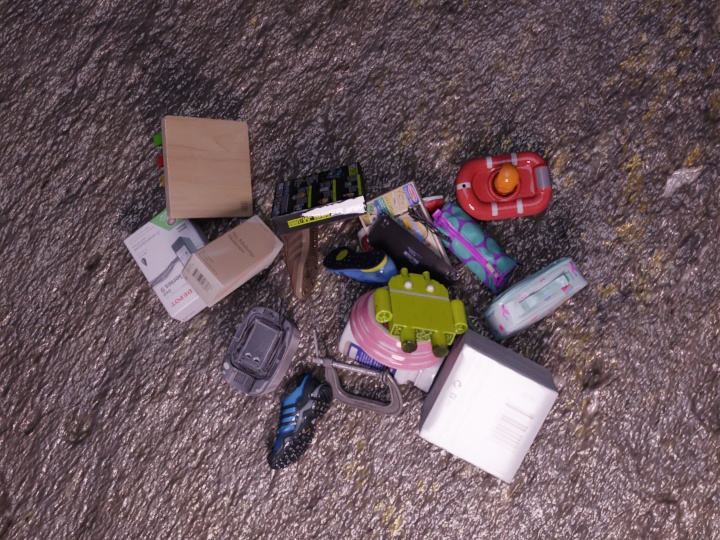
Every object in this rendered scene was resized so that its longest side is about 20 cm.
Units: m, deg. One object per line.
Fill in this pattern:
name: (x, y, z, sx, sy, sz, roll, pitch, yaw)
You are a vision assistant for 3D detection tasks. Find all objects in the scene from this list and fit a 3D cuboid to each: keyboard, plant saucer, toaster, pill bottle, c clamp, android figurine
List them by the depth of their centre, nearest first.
android figurine: (0.111, 0.072, 1.511, 0.178, 0.042, 0.202, 10, 43, -11)
plant saucer: (0.079, 0.098, 1.539, 0.196, 0.051, 0.203, 12, 40, -10)
c clamp: (-0.007, 0.212, 1.589, 0.196, 0.174, 0.027, 14, 38, 22)
keyboard: (0.116, -0.046, 1.602, 0.199, 0.021, 0.128, 39, 111, 0)
pill bottle: (0.066, 0.154, 1.605, 0.197, 0.120, 0.121, 28, 84, 10)
toaster: (-0.192, 0.156, 1.630, 0.112, 0.129, 0.203, 24, 84, 9)

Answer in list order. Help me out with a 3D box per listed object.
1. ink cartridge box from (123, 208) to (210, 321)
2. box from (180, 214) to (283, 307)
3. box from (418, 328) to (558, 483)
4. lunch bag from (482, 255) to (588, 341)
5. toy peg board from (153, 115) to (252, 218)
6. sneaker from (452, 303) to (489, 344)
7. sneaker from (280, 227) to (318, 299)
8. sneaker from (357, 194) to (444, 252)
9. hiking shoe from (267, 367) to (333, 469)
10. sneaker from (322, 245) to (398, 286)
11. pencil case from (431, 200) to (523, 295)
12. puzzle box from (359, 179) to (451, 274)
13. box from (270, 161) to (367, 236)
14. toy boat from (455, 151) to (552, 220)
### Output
ink cartridge box: (-0.379, -0.017, 1.705, 0.145, 0.084, 0.201, -36, 78, 0)
box: (-0.257, -0.023, 1.633, 0.095, 0.200, 0.078, 45, 132, 4)
box: (0.237, 0.249, 1.525, 0.197, 0.131, 0.202, 26, 102, 1)
lunch bag: (0.337, 0.051, 1.563, 0.198, 0.161, 0.078, -32, 77, -8)
toy peg board: (-0.338, -0.209, 1.700, 0.097, 0.197, 0.204, -3, 91, 49)
sneaker: (0.213, 0.112, 1.620, 0.197, 0.067, 0.091, 26, 89, 14)
sneaker: (-0.132, -0.038, 1.699, 0.074, 0.070, 0.204, -1, 74, 23)
sneaker: (0.092, -0.091, 1.676, 0.198, 0.077, 0.086, -29, 89, 12)
hiking shoe: (-0.133, 0.305, 1.638, 0.086, 0.074, 0.202, 30, 86, 36)
sneaker: (0.000, 0.000, 1.640, 0.198, 0.079, 0.066, 7, 54, 49)
pencil case: (0.228, -0.047, 1.635, 0.200, 0.092, 0.085, 44, 104, 13)
puzzle box: (0.089, -0.063, 1.628, 0.131, 0.025, 0.203, -23, 99, 17)
box: (-0.083, -0.148, 1.644, 0.189, 0.201, 0.048, -12, 116, 3)
toy boat: (0.289, -0.178, 1.630, 0.195, 0.131, 0.133, -7, 79, 5)
